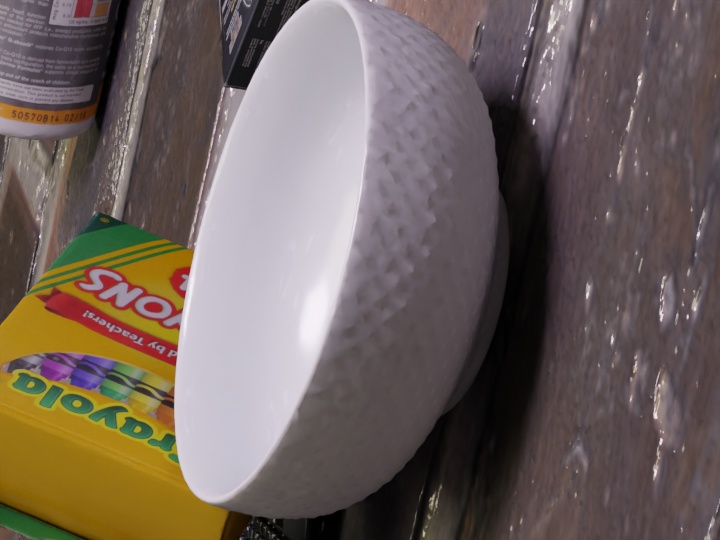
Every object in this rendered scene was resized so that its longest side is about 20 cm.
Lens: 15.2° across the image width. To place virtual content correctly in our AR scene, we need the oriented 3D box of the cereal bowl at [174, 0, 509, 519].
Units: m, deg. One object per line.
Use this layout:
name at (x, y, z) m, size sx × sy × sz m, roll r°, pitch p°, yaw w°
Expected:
cereal bowl at (0.000, 0.000, 1.021) m, size 0.200 × 0.083 × 0.201 m, roll -167°, pitch 90°, yaw -71°

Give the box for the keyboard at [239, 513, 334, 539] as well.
keyboard at (-0.056, 0.111, 1.251) m, size 0.200 × 0.039 × 0.105 m, roll -159°, pitch 77°, yaw -73°

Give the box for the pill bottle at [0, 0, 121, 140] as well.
pill bottle at (-0.214, -0.198, 1.819) m, size 0.116 × 0.116 × 0.201 m, roll -115°, pitch 37°, yaw -62°

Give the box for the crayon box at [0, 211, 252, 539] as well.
crayon box at (-0.092, 0.058, 1.118) m, size 0.200 × 0.126 × 0.051 m, roll -59°, pitch -10°, yaw -59°

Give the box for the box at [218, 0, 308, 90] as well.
box at (-0.023, -0.208, 1.291) m, size 0.200 × 0.043 × 0.161 m, roll 115°, pitch 157°, yaw -45°
